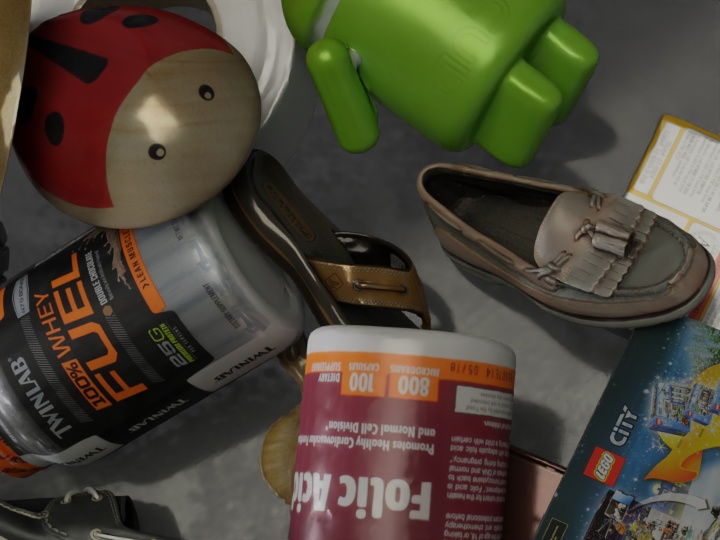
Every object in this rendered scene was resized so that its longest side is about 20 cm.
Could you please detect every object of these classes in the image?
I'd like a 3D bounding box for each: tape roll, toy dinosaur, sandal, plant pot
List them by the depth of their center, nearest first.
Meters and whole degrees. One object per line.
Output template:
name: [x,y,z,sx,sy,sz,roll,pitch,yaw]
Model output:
plant pot: [-0.226,-0.087,1.000,0.027,0.200,0.200,11,78,-20]
sandal: [0.000,0.000,1.008,0.055,0.082,0.200,-40,88,22]
toy dinosaur: [-0.018,0.120,1.032,0.101,0.058,0.200,-9,67,26]
tape roll: [-0.130,-0.133,1.097,0.202,0.071,0.203,-3,78,12]

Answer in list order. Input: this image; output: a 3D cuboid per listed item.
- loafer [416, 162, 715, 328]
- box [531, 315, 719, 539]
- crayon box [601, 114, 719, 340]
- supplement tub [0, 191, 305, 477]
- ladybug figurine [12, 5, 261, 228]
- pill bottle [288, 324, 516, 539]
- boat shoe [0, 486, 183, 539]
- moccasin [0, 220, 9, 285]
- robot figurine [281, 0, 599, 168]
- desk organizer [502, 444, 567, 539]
loafer: [0.106,-0.019,0.973,0.200,0.063,0.072,17,67,49]
box: [0.174,0.130,0.909,0.136,0.038,0.200,23,70,17]
crayon box: [0.239,0.009,0.992,0.200,0.052,0.126,26,85,17]
supplement tub: [-0.143,0.036,1.026,0.200,0.122,0.123,-31,73,14]
ladybug figurine: [-0.141,-0.097,0.984,0.200,0.072,0.136,22,72,44]
pill bottle: [0.019,0.134,0.908,0.114,0.114,0.200,3,82,13]
boat shoe: [-0.163,0.164,1.040,0.200,0.072,0.068,22,76,12]
moccasin: [-0.285,0.049,1.089,0.078,0.074,0.202,21,84,13]
robot figurine: [0.039,-0.149,1.014,0.200,0.116,0.176,36,59,8]
desk organizer: [0.136,0.162,0.971,0.200,0.072,0.077,21,85,16]
